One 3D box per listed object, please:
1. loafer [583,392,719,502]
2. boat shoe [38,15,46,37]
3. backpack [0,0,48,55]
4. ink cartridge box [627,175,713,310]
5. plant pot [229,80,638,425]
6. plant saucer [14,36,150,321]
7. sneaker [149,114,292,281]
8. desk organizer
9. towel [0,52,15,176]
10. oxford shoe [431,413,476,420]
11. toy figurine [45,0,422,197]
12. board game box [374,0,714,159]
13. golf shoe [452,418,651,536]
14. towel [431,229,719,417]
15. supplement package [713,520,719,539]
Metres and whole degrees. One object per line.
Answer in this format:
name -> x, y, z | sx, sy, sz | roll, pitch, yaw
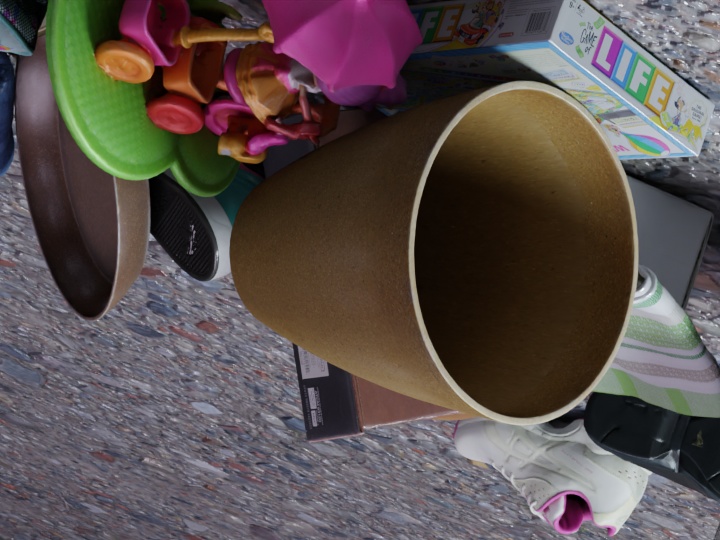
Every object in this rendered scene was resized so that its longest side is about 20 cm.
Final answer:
loafer -> 0.267, 0.137, 2.139 | 0.199, 0.073, 0.072 | 25, 174, 18
boat shoe -> -0.215, -0.170, 1.727 | 0.200, 0.066, 0.072 | -15, -172, 40
backpack -> -0.271, -0.197, 1.576 | 0.175, 0.154, 0.200 | 19, 157, 23
ink cartridge box -> 0.124, -0.003, 1.828 | 0.147, 0.086, 0.200 | 22, 161, -6
plant pot -> 0.025, -0.009, 1.621 | 0.199, 0.187, 0.186 | -1, 153, 46
plant saucer -> -0.179, -0.069, 1.852 | 0.034, 0.202, 0.200 | -12, 174, -22
sneaker -> -0.093, -0.078, 1.857 | 0.200, 0.120, 0.084 | 51, 143, 36
desk organizer -> 0.000, 0.000, 1.771 | 0.077, 0.201, 0.072 | -8, 177, -29
towel -> -0.276, -0.125, 1.901 | 0.112, 0.048, 0.200 | 49, 164, 7
oxford shoe -> 0.070, 0.062, 1.853 | 0.071, 0.072, 0.200 | 7, 172, -6
toy figurine -> -0.047, -0.117, 1.599 | 0.183, 0.151, 0.200 | -2, 148, 31
board game box -> 0.086, -0.108, 1.637 | 0.134, 0.034, 0.199 | 34, 158, -36
golf shoe -> 0.146, 0.162, 2.300 | 0.199, 0.092, 0.075 | 5, 159, 44
towel -> 0.140, 0.040, 1.747 | 0.148, 0.031, 0.200 | 12, 160, 29
supplement package -> 0.313, 0.104, 1.747 | 0.146, 0.201, 0.191 | 18, 162, 7
